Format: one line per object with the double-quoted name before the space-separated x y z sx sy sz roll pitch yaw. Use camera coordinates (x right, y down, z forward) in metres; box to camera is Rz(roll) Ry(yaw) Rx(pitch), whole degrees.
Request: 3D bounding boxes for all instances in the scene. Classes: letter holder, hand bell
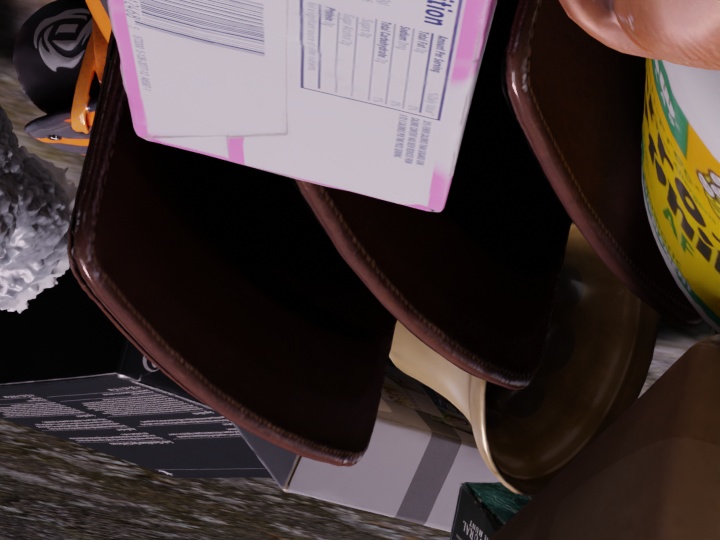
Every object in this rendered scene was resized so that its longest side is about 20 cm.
"letter holder" 0.021 -0.026 0.673 0.100 0.143 0.200 9 166 21
"hand bell" 0.000 0.000 1.003 0.200 0.104 0.104 21 174 37

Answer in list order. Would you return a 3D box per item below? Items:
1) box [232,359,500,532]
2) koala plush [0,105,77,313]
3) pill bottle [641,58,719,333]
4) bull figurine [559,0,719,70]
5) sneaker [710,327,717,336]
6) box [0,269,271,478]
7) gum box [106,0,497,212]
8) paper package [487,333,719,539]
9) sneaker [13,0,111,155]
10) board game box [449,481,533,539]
"box" 0.033 0.055 1.073 0.199 0.041 0.156 15 -163 -30
"koala plush" -0.199 -0.024 0.901 0.199 0.185 0.177 -1 165 12
"pill bottle" 0.114 -0.046 0.555 0.112 0.113 0.200 12 168 7
"bull figurine" 0.120 -0.084 0.382 0.199 0.065 0.122 -17 135 -6
"sneaker" 0.181 0.064 0.920 0.070 0.094 0.200 -5 -157 -34
"box" -0.083 0.037 1.210 0.141 0.079 0.200 24 164 -29
"gum box" 0.002 -0.093 0.462 0.066 0.114 0.200 14 168 1
"paper package" 0.126 0.115 0.679 0.190 0.104 0.200 18 158 -5
"sneaker" -0.057 -0.060 0.756 0.112 0.078 0.200 7 166 23
"board game box" 0.148 0.111 0.960 0.199 0.028 0.135 1 -160 -24
